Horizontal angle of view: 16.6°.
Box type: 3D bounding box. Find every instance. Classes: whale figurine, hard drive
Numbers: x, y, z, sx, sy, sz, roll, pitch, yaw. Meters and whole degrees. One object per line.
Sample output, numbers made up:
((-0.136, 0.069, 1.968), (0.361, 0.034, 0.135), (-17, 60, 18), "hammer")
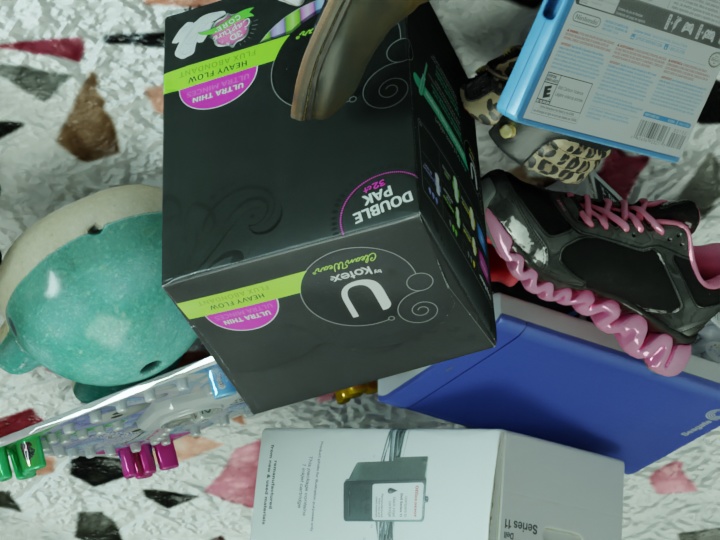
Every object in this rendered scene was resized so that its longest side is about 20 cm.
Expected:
((-0.144, 0.035, 1.497), (0.159, 0.104, 0.200), (-24, 153, -13), "whale figurine")
((0.130, 0.074, 1.549), (0.200, 0.025, 0.132), (18, 146, -29), "hard drive")

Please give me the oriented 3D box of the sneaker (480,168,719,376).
((0.148, -0.018, 1.437), (0.200, 0.079, 0.095), (30, 116, -37), "sneaker")

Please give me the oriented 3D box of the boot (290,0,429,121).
((0.042, -0.146, 1.224), (0.097, 0.075, 0.200), (27, 106, -3), "boot")

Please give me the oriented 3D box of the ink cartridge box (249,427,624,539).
((0.051, 0.151, 1.591), (0.200, 0.083, 0.146), (-2, 167, 39), "ink cartridge box")

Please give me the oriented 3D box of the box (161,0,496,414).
((-0.019, -0.050, 1.337), (0.148, 0.200, 0.124), (-16, 139, 15), "box")

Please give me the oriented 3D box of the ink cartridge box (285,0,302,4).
((0.000, -0.229, 1.190), (0.037, 0.095, 0.200), (22, 135, -14), "ink cartridge box")

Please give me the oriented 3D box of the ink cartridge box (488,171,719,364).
((0.119, 0.038, 1.576), (0.200, 0.043, 0.198), (-27, 135, 27), "ink cartridge box")

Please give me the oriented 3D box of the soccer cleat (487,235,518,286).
((0.000, 0.000, 1.447), (0.200, 0.077, 0.067), (-17, 138, -23), "soccer cleat")

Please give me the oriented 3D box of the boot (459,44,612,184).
((0.113, -0.134, 1.333), (0.200, 0.073, 0.151), (26, 123, -40), "boot")

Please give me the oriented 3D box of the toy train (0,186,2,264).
((-0.292, -0.050, 1.418), (0.114, 0.085, 0.200), (-8, 145, 27), "toy train")

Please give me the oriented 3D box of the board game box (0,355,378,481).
((-0.107, 0.093, 1.562), (0.200, 0.026, 0.200), (-22, 168, 21), "board game box")

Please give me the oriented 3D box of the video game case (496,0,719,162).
((0.156, -0.158, 1.244), (0.143, 0.018, 0.200), (10, 108, -47), "video game case")
